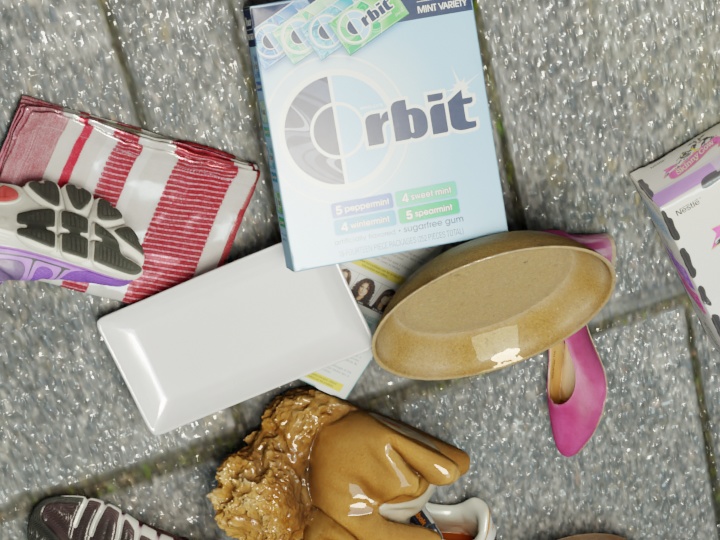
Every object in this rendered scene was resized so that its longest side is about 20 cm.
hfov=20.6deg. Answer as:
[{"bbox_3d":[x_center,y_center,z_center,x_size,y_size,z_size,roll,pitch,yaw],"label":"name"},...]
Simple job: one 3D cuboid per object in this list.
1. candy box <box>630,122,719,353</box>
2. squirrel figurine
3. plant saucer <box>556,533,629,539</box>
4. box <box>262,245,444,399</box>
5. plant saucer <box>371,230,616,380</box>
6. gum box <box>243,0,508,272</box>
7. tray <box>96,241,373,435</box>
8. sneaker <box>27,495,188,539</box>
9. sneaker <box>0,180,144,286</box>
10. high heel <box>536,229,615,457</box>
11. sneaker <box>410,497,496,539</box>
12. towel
[{"bbox_3d":[0.343,-0.034,1.650,0.167,0.072,0.200,-30,121,2],"label":"candy box"},{"bbox_3d":[-0.027,0.203,1.620,0.200,0.142,0.187,25,92,0],"label":"squirrel figurine"},{"bbox_3d":[0.183,0.323,1.792,0.200,0.037,0.201,-13,130,-15],"label":"plant saucer"},{"bbox_3d":[0.000,0.000,1.587,0.082,0.049,0.200,25,108,-24],"label":"box"},{"bbox_3d":[0.100,0.022,1.546,0.200,0.036,0.200,-14,153,-8],"label":"plant saucer"},{"bbox_3d":[0.012,-0.113,1.494,0.169,0.045,0.201,-10,96,-9],"label":"gum box"},{"bbox_3d":[-0.097,0.047,1.561,0.200,0.022,0.108,-22,102,12],"label":"tray"},{"bbox_3d":[-0.176,0.245,1.659,0.199,0.116,0.076,20,87,10],"label":"sneaker"},{"bbox_3d":[-0.262,-0.019,1.479,0.199,0.081,0.084,10,132,-13],"label":"sneaker"},{"bbox_3d":[0.157,0.063,1.648,0.096,0.067,0.201,-3,113,-25],"label":"high heel"},{"bbox_3d":[0.024,0.243,1.706,0.199,0.078,0.080,-14,129,-20],"label":"sneaker"},{"bbox_3d":[-0.190,-0.043,1.528,0.199,0.023,0.144,14,113,-22],"label":"towel"}]
